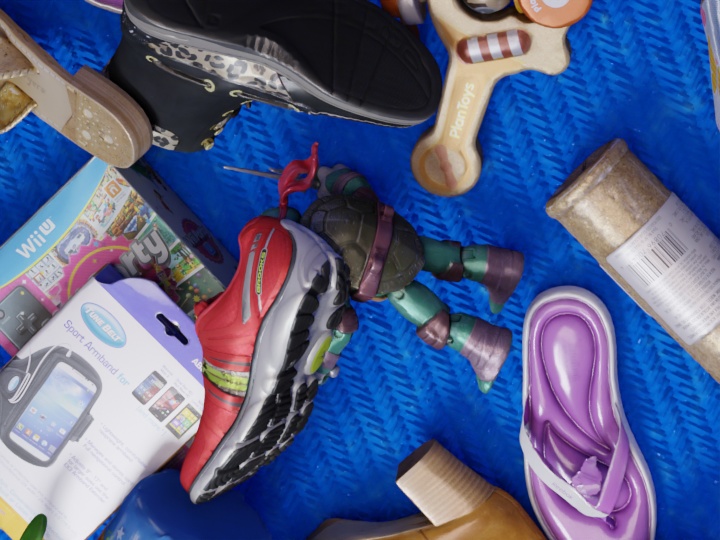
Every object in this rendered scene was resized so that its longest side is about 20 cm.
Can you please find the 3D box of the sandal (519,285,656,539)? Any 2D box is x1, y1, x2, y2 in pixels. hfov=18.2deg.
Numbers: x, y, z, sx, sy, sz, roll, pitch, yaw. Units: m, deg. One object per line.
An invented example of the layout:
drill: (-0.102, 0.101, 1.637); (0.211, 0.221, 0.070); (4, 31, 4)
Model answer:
sandal: (0.140, 0.112, 1.463); (0.082, 0.050, 0.203); (-11, 102, 13)

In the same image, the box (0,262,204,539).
box: (-0.175, 0.090, 1.458); (0.119, 0.041, 0.200); (45, 107, -4)

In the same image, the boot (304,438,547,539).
boot: (0.033, 0.219, 1.501); (0.201, 0.071, 0.144); (-41, 98, 20)

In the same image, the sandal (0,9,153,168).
sandal: (-0.235, -0.115, 1.426); (0.212, 0.070, 0.078); (30, 143, 21)

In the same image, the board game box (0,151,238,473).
board game box: (-0.146, 0.036, 1.490); (0.148, 0.064, 0.200); (-42, 93, 17)

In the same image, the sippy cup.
sippy cup: (-0.123, 0.204, 1.437); (0.140, 0.178, 0.130); (44, 119, 35)

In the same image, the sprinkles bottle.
sprinkles bottle: (0.207, 0.008, 1.414); (0.200, 0.068, 0.068); (45, 107, -3)

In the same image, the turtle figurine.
turtle figurine: (0.000, 0.000, 1.413); (0.200, 0.101, 0.150); (19, 71, -8)

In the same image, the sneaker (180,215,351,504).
sneaker: (-0.071, 0.052, 1.382); (0.085, 0.077, 0.200); (37, 119, 24)

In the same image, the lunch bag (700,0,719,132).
lunch bag: (0.296, -0.103, 1.342); (0.169, 0.127, 0.200); (-11, 92, 11)

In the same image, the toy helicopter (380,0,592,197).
toy helicopter: (0.064, -0.138, 1.404); (0.132, 0.079, 0.200); (15, 119, 0)

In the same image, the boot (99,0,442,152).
boot: (-0.063, -0.120, 1.408); (0.203, 0.154, 0.074); (19, 64, -12)

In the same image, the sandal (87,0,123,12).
sandal: (-0.093, -0.198, 1.419); (0.202, 0.050, 0.083); (2, 104, 10)
